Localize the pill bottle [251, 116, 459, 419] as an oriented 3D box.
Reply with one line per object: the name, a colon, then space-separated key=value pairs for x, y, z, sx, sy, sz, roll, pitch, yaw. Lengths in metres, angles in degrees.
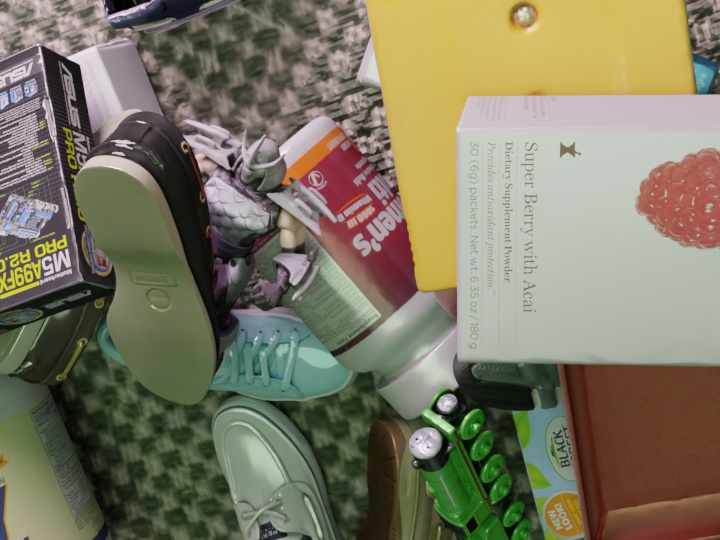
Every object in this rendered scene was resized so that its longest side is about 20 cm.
pill bottle: x=0.000 y=0.000 z=0.853 sx=0.109 sy=0.110 sz=0.200 roll=-40 pitch=95 yaw=15

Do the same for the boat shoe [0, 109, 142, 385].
boat shoe: x=-0.183 y=-0.013 z=0.818 sx=0.059 sy=0.072 sz=0.201 roll=27 pitch=95 yaw=-42

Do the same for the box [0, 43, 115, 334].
box: x=-0.262 y=-0.035 z=0.790 sx=0.199 sy=0.044 sz=0.161 roll=-19 pitch=75 yaw=19

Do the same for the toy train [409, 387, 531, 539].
toy train: x=0.076 y=0.153 z=0.854 sx=0.056 sy=0.200 sz=0.042 roll=-45 pitch=51 yaw=-15

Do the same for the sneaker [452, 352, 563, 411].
sneaker: x=0.149 y=0.022 z=0.833 sx=0.198 sy=0.116 sz=0.075 roll=-14 pitch=131 yaw=-4

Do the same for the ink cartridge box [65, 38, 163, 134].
ink cartridge box: x=-0.238 y=-0.063 z=0.888 sx=0.199 sy=0.084 sz=0.146 roll=-20 pitch=101 yaw=12

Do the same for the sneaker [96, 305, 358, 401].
sneaker: x=-0.101 y=0.065 z=0.898 sx=0.198 sy=0.082 sz=0.075 roll=7 pitch=105 yaw=7

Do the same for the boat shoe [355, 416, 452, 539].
boat shoe: x=0.040 y=0.196 z=0.910 sx=0.064 sy=0.071 sz=0.201 roll=-10 pitch=123 yaw=-23

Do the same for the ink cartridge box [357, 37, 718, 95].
ink cartridge box: x=0.112 y=-0.131 z=0.779 sx=0.199 sy=0.145 sz=0.084 roll=20 pitch=106 yaw=4

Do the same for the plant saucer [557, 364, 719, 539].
plant saucer: x=0.234 y=0.095 z=0.790 sx=0.198 sy=0.037 sz=0.201 roll=-11 pitch=125 yaw=7

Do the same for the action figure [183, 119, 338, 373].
action figure: x=-0.089 y=-0.012 z=0.784 sx=0.130 sy=0.069 sz=0.201 roll=42 pitch=133 yaw=15

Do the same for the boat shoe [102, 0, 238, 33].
boat shoe: x=-0.091 y=-0.218 z=0.825 sx=0.199 sy=0.093 sz=0.075 roll=-28 pitch=98 yaw=14

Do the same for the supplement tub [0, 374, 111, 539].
supplement tub: x=-0.287 y=0.155 z=0.915 sx=0.144 sy=0.145 sz=0.201 roll=-19 pitch=100 yaw=12

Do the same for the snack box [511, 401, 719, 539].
snack box: x=0.214 y=0.105 z=0.873 sx=0.199 sy=0.053 sz=0.143 roll=-14 pitch=100 yaw=10

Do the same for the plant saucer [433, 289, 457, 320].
plant saucer: x=0.143 y=-0.014 z=0.780 sx=0.199 sy=0.201 sz=0.032 roll=-5 pitch=118 yaw=10

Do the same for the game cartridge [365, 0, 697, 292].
game cartridge: x=0.101 y=-0.097 z=0.692 sx=0.175 sy=0.032 sz=0.202 roll=-8 pitch=104 yaw=10

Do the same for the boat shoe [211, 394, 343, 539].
boat shoe: x=-0.058 y=0.191 z=0.927 sx=0.073 sy=0.065 sz=0.201 roll=-27 pitch=98 yaw=18

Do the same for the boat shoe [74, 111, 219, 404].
boat shoe: x=-0.117 y=-0.001 z=0.731 sx=0.073 sy=0.063 sz=0.202 roll=8 pitch=133 yaw=16

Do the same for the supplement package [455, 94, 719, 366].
supplement package: x=0.150 y=-0.025 z=0.625 sx=0.198 sy=0.120 sz=0.122 roll=0 pitch=105 yaw=7
